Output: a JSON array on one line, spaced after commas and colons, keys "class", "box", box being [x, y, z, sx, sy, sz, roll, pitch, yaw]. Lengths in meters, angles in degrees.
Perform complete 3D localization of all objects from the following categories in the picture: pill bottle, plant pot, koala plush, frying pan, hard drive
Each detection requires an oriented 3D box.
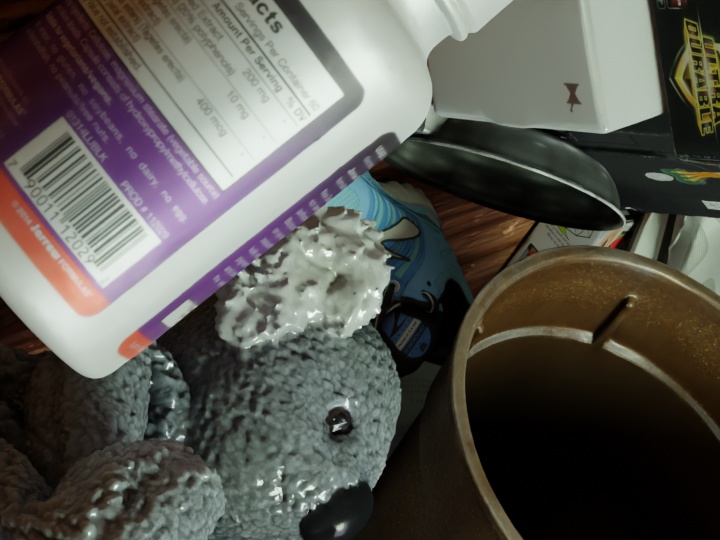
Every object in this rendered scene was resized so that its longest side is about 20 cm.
[{"class": "pill bottle", "box": [-0.046, -0.066, 0.779, 0.200, 0.112, 0.111, -38, 156, 0]}, {"class": "plant pot", "box": [0.081, 0.128, 1.018, 0.199, 0.201, 0.198, -16, 156, -40]}, {"class": "koala plush", "box": [-0.066, 0.070, 0.877, 0.199, 0.183, 0.178, -33, 140, -26]}, {"class": "frying pan", "box": [0.029, -0.056, 0.982, 0.189, 0.115, 0.031, 22, 81, -22]}, {"class": "hard drive", "box": [0.165, -0.056, 1.028, 0.140, 0.199, 0.038, 33, 66, -64]}]

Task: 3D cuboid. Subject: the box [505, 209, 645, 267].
[{"class": "box", "box": [0.155, -0.007, 1.260, 0.199, 0.035, 0.110, -8, 142, -49]}]

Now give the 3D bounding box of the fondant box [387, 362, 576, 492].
[{"class": "fondant box", "box": [0.045, 0.118, 1.181, 0.143, 0.059, 0.201, 2, 137, -1]}]

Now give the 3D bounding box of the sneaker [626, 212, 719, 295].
[{"class": "sneaker", "box": [0.200, -0.034, 1.133, 0.075, 0.115, 0.202, -21, 131, -41]}]

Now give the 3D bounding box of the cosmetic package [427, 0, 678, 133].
[{"class": "cosmetic package", "box": [0.129, -0.117, 0.932, 0.199, 0.101, 0.072, -22, 110, -35]}]

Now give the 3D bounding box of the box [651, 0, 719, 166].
[{"class": "box", "box": [0.173, -0.155, 0.868, 0.158, 0.046, 0.202, -20, 107, -34]}]

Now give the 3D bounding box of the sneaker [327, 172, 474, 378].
[{"class": "sneaker", "box": [0.000, 0.000, 0.986, 0.078, 0.090, 0.200, -46, 154, 17]}]
